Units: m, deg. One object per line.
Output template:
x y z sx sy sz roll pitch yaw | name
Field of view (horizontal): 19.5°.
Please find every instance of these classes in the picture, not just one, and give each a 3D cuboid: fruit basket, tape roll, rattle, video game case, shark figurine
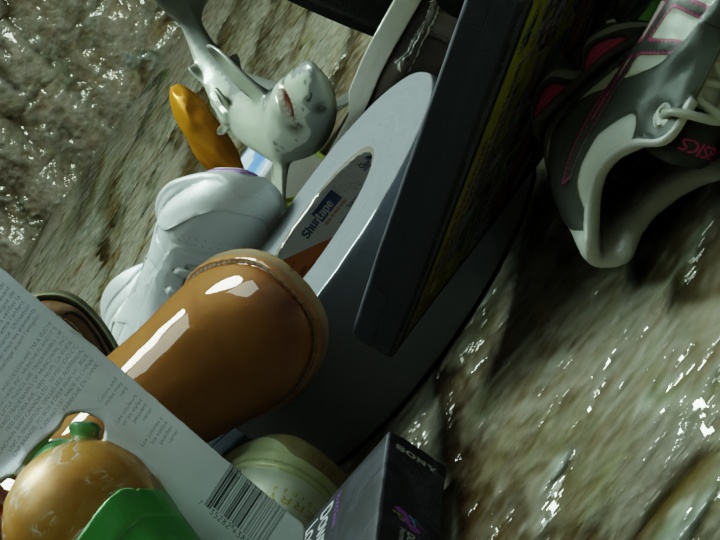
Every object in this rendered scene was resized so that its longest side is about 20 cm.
-0.142 0.116 0.836 0.186 0.200 0.094 -54 -23 4 | fruit basket
0.000 0.000 1.045 0.201 0.066 0.201 -51 13 17 | tape roll
-0.117 0.011 1.299 0.200 0.142 0.131 -42 32 26 | rattle
0.068 -0.085 0.876 0.181 0.025 0.201 -51 -14 -44 | video game case
-0.048 -0.112 1.235 0.089 0.129 0.214 -22 37 -19 | shark figurine

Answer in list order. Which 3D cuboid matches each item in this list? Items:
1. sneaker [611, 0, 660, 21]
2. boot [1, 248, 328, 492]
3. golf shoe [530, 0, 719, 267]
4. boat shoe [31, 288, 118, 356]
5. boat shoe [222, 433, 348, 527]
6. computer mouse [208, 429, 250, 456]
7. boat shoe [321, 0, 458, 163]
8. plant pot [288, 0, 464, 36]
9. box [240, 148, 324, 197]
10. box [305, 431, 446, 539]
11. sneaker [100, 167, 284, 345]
0.126 -0.167 0.962 0.200 0.084 0.077 -42 17 45 | sneaker
-0.113 0.072 0.921 0.199 0.077 0.155 -24 12 44 | boot
0.138 -0.082 0.769 0.200 0.077 0.089 -52 26 40 | golf shoe
-0.159 0.113 1.157 0.068 0.071 0.202 -74 -23 -70 | boat shoe
-0.078 0.139 0.970 0.200 0.073 0.063 -31 22 46 | boat shoe
-0.104 0.119 1.164 0.201 0.046 0.140 -61 14 -22 | computer mouse
0.018 -0.076 1.163 0.072 0.059 0.201 -63 -1 -37 | boat shoe
0.045 -0.238 1.233 0.200 0.177 0.200 -48 14 25 | plant pot
-0.086 -0.028 1.471 0.201 0.047 0.122 -55 13 0 | box
-0.039 0.172 0.818 0.200 0.036 0.143 -49 14 22 | box
-0.091 0.018 1.178 0.200 0.074 0.100 126 146 -51 | sneaker
